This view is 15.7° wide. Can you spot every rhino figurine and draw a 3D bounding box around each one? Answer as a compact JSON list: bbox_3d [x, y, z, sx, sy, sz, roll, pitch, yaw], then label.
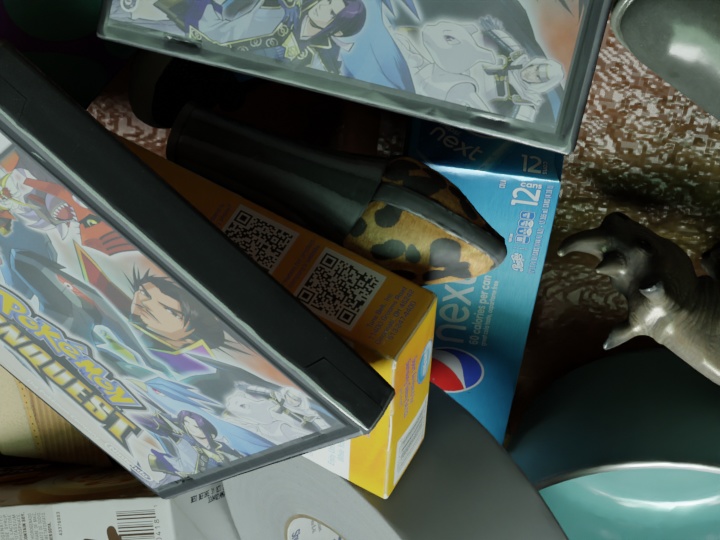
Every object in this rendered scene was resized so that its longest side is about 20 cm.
[{"bbox_3d":[0.178,0.022,1.168,0.200,0.088,0.060,20,137,-16],"label":"rhino figurine"}]

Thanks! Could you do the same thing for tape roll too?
[{"bbox_3d":[0.023,0.136,1.183,0.200,0.066,0.201,43,155,26],"label":"tape roll"}]

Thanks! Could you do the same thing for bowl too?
[{"bbox_3d":[0.146,0.113,1.266,0.200,0.105,0.201,3,139,3],"label":"bowl"}]

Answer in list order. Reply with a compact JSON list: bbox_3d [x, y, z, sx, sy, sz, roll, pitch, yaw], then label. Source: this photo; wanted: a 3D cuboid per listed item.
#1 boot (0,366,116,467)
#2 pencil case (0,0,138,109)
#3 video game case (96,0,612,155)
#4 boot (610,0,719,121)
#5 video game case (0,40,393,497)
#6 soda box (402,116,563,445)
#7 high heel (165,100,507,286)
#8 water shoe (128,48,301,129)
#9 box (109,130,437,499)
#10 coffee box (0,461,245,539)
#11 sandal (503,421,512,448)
[{"bbox_3d":[-0.098,0.016,1.233,0.166,0.072,0.200,-5,139,-5],"label":"boot"},{"bbox_3d":[-0.129,-0.115,1.050,0.085,0.093,0.200,-3,149,-42],"label":"pencil case"},{"bbox_3d":[0.013,-0.159,0.929,0.180,0.026,0.201,14,106,2],"label":"video game case"},{"bbox_3d":[0.181,-0.020,1.031,0.181,0.200,0.073,21,137,-17],"label":"boot"},{"bbox_3d":[-0.107,0.008,1.028,0.200,0.026,0.181,42,150,-15],"label":"video game case"},{"bbox_3d":[0.045,-0.002,1.176,0.068,0.064,0.200,7,140,-1],"label":"soda box"},{"bbox_3d":[0.000,0.000,1.110,0.142,0.072,0.200,21,164,15],"label":"high heel"},{"bbox_3d":[-0.021,-0.099,1.046,0.079,0.071,0.200,51,131,3],"label":"water shoe"},{"bbox_3d":[-0.065,0.009,1.070,0.200,0.042,0.119,29,152,15],"label":"box"},{"bbox_3d":[-0.145,0.141,1.295,0.199,0.114,0.080,-6,95,29],"label":"coffee box"},{"bbox_3d":[-0.014,0.128,1.319,0.211,0.070,0.078,-24,152,29],"label":"sandal"}]
